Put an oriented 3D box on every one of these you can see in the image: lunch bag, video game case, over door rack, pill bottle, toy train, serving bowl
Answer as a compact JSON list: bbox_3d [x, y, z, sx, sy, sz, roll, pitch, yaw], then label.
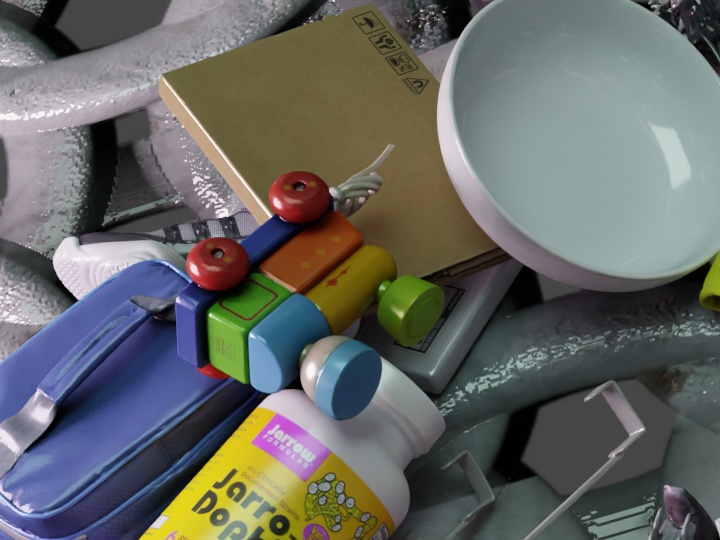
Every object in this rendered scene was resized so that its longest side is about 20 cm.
[{"bbox_3d":[-0.131,0.091,1.719,0.200,0.132,0.136,-41,48,-16],"label":"lunch bag"},{"bbox_3d":[0.020,-0.024,1.843,0.182,0.023,0.200,15,57,31],"label":"video game case"},{"bbox_3d":[0.068,0.161,1.583,0.148,0.067,0.200,-30,18,48],"label":"over door rack"},{"bbox_3d":[-0.044,0.137,1.649,0.104,0.104,0.200,29,70,38],"label":"pill bottle"},{"bbox_3d":[0.000,0.000,1.652,0.116,0.085,0.200,29,50,27],"label":"toy train"},{"bbox_3d":[0.130,-0.070,1.767,0.200,0.066,0.200,11,59,-20],"label":"serving bowl"}]

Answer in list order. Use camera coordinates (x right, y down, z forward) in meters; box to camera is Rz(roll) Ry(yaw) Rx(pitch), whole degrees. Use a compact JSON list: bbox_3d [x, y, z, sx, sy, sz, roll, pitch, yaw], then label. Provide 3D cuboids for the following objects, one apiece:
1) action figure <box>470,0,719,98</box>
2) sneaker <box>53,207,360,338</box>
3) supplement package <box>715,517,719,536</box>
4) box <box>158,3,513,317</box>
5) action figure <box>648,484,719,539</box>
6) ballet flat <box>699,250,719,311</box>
[{"bbox_3d":[0.159,-0.175,1.873,0.200,0.102,0.119,23,60,39],"label":"action figure"},{"bbox_3d":[-0.080,-0.016,1.811,0.200,0.076,0.114,8,53,20],"label":"sneaker"},{"bbox_3d":[0.284,0.191,1.418,0.152,0.200,0.151,-28,45,-6],"label":"supplement package"},{"bbox_3d":[-0.003,-0.068,1.786,0.163,0.021,0.200,-22,60,-31],"label":"box"},{"bbox_3d":[0.150,0.216,1.542,0.130,0.069,0.200,19,62,22],"label":"action figure"},{"bbox_3d":[0.256,0.047,1.667,0.067,0.067,0.200,-48,44,5],"label":"ballet flat"}]
